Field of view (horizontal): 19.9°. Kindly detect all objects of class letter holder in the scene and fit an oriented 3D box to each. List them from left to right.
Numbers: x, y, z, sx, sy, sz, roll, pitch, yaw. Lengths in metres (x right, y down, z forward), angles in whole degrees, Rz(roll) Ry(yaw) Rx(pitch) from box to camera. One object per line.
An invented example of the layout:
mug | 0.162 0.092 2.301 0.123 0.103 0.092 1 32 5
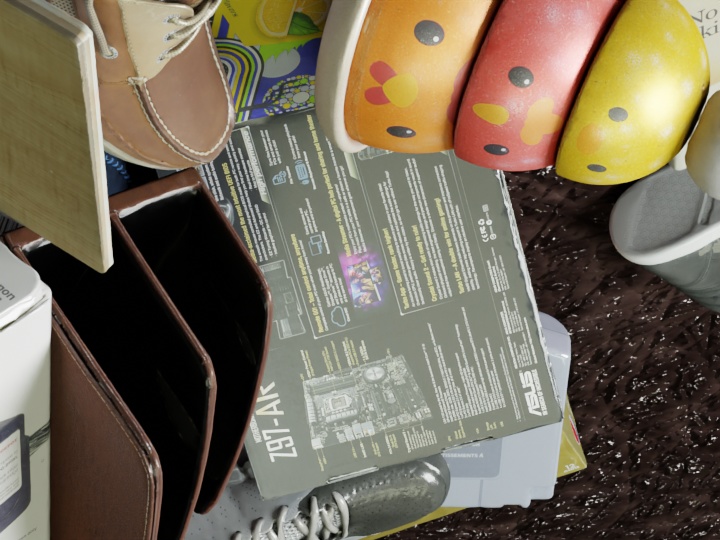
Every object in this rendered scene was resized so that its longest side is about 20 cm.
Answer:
letter holder | -0.100 0.078 0.956 0.100 0.142 0.200 -22 152 -28

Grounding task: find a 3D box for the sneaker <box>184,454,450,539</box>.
sneaker | -0.050 0.151 1.066 0.200 0.116 0.075 -9 129 7

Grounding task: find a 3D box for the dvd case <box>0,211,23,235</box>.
dvd case | -0.223 0.005 0.998 0.146 0.022 0.200 25 140 -4

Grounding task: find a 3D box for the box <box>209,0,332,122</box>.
box | -0.047 -0.148 0.848 0.070 0.064 0.200 -12 147 -3

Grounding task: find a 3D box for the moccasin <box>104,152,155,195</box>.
moccasin | -0.121 0.000 1.037 0.080 0.068 0.200 -19 148 -2

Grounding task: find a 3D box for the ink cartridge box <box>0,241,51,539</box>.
ink cartridge box | -0.214 0.058 0.923 0.084 0.145 0.200 -34 148 -35

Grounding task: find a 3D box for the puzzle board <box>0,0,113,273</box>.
puzzle board | -0.180 -0.093 0.813 0.017 0.200 0.151 -50 161 -28

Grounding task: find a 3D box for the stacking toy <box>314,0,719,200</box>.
stacking toy | 0.093 -0.085 0.848 0.200 0.146 0.146 24 148 13

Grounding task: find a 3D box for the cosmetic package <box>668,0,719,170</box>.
cosmetic package | 0.164 -0.143 0.906 0.105 0.071 0.200 -26 148 -5

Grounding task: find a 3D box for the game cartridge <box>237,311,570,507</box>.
game cartridge | 0.009 0.069 1.097 0.200 0.041 0.134 1 132 -2

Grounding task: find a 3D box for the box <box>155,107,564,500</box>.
box | 0.000 0.000 1.008 0.160 0.044 0.200 -16 111 3

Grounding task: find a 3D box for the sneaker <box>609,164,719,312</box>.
sneaker | 0.244 -0.038 1.118 0.200 0.071 0.099 -21 149 23

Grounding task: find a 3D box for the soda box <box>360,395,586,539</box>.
soda box | 0.032 0.114 1.271 0.200 0.064 0.068 -21 146 11

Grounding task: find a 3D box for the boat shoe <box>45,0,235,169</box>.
boat shoe | -0.089 -0.107 0.782 0.072 0.076 0.200 6 148 28
